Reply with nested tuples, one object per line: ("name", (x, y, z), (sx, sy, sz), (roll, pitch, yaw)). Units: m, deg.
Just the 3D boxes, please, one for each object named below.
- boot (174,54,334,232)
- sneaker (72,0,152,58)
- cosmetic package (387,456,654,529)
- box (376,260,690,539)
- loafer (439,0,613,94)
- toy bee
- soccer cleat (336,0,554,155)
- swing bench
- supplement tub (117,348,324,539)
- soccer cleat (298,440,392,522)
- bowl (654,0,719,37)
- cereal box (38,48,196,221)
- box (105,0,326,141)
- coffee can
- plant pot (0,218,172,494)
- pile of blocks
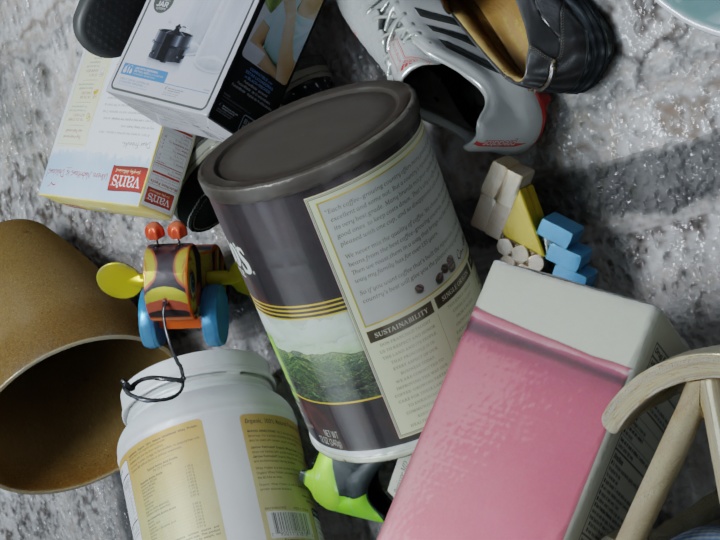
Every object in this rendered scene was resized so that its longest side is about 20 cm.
("boot", (-0.056, -0.044, 1.198), (0.204, 0.073, 0.154), (-44, 73, 43))
("sneaker", (-0.166, -0.242, 1.195), (0.108, 0.067, 0.202), (14, 66, 46))
("cosmetic package", (0.116, 0.172, 1.074), (0.200, 0.073, 0.104), (43, 140, 27))
("box", (0.104, 0.116, 0.921), (0.108, 0.128, 0.201), (17, 76, 30))
("loafer", (0.076, -0.192, 1.027), (0.200, 0.072, 0.073), (50, 131, 24))
("toy bee", (-0.129, 0.009, 1.211), (0.200, 0.130, 0.110), (-133, 38, -68))
("soccer cleat", (0.040, -0.145, 1.066), (0.200, 0.085, 0.069), (46, 128, 26))
("swing bench", (0.227, 0.105, 0.869), (0.129, 0.198, 0.202), (17, 113, 39))
("supplement tub", (-0.108, 0.176, 1.234), (0.144, 0.144, 0.201), (-39, 56, 43))
("soccer cleat", (0.015, 0.090, 1.177), (0.081, 0.068, 0.201), (19, 111, 14))
("bowl", (0.231, -0.226, 0.844), (0.200, 0.105, 0.202), (13, 109, 41))
("cereal box", (-0.170, -0.142, 1.241), (0.143, 0.039, 0.201), (9, 81, 48))
("box", (-0.086, -0.194, 1.127), (0.116, 0.060, 0.201), (19, 81, 42))
("coffee can", (0.000, 0.000, 1.033), (0.146, 0.146, 0.201), (1, 121, 44))
("plant pot", (-0.272, 0.056, 1.382), (0.200, 0.185, 0.187), (57, 134, 38))
("pile of blocks", (0.134, 0.018, 1.042), (0.082, 0.062, 0.201), (-12, 98, 29))
